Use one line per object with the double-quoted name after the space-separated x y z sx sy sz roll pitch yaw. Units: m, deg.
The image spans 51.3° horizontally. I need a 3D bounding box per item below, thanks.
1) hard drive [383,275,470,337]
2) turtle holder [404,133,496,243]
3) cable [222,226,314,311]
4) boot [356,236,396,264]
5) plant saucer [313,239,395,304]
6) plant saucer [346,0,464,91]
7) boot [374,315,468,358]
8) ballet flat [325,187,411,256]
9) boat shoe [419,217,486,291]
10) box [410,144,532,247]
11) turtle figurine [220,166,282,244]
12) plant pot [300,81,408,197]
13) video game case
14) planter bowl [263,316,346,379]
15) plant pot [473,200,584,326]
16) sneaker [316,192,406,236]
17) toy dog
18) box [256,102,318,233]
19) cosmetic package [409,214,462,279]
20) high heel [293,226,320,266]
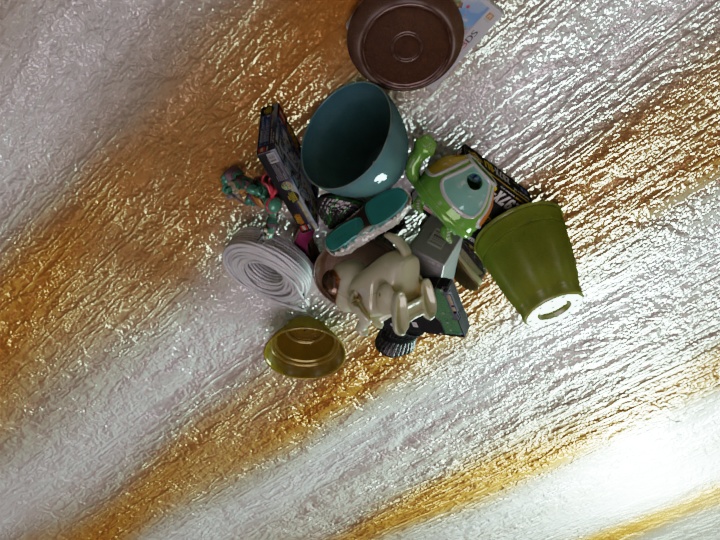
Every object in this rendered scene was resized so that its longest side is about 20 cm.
0.115 0.069 1.530 0.197 0.038 0.141 4 136 35 "hard drive"
0.168 -0.156 1.387 0.132 0.187 0.140 -43 160 19 "turtle holder"
-0.192 -0.010 1.578 0.197 0.070 0.201 17 148 13 "cable"
-0.007 -0.019 1.628 0.145 0.071 0.200 31 127 -22 "boot"
0.000 0.000 1.574 0.196 0.037 0.203 2 130 2 "plant saucer"
0.076 -0.376 1.242 0.196 0.035 0.202 -2 138 -2 "plant saucer"
0.142 0.140 1.779 0.207 0.080 0.160 10 130 4 "boot"
0.020 -0.089 1.404 0.198 0.073 0.072 -30 130 23 "ballet flat"
0.199 -0.045 1.602 0.073 0.065 0.201 -8 127 51 "boat shoe"
0.225 -0.143 1.512 0.198 0.050 0.159 30 126 -29 "box"
-0.193 -0.131 1.404 0.100 0.200 0.151 -35 122 -7 "turtle figurine"
0.010 -0.213 1.340 0.198 0.203 0.134 -29 146 26 "plant pot"
0.106 -0.416 1.239 0.198 0.022 0.182 28 129 -27 "video game case"
-0.133 0.170 1.800 0.196 0.084 0.202 -1 136 -1 "planter bowl"
0.354 -0.001 1.518 0.197 0.195 0.201 -14 150 -8 "plant pot"
-0.007 -0.120 1.474 0.198 0.086 0.078 8 131 -39 "sneaker"
0.019 0.032 1.437 0.198 0.139 0.197 0 113 39 "toy dog"
-0.130 -0.188 1.387 0.039 0.138 0.201 -15 135 13 "box"
0.147 -0.002 1.547 0.089 0.107 0.201 26 144 13 "cosmetic package"
-0.095 -0.055 1.577 0.095 0.068 0.201 17 149 -5 "high heel"
